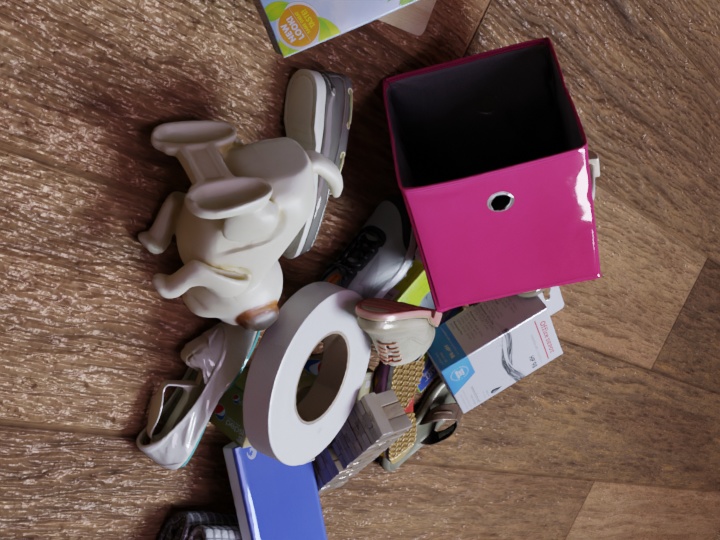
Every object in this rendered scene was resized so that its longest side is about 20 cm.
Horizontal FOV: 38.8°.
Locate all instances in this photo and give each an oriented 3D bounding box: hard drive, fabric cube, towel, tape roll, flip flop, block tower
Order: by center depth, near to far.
[{"bbox_3d":[-0.054,0.113,1.112,0.203,0.037,0.203,-41,141,-45],"label":"tape roll"},{"bbox_3d":[0.147,-0.104,1.141,0.195,0.200,0.200,-12,136,7],"label":"fabric cube"},{"bbox_3d":[-0.096,0.286,1.224,0.132,0.025,0.201,-21,102,-55],"label":"hard drive"},{"bbox_3d":[-0.190,0.386,1.225,0.165,0.085,0.201,23,94,-54],"label":"towel"},{"bbox_3d":[-0.012,0.214,1.253,0.058,0.054,0.200,-13,156,-38],"label":"block tower"},{"bbox_3d":[0.107,0.220,1.474,0.200,0.057,0.081,-41,138,-23],"label":"flip flop"}]

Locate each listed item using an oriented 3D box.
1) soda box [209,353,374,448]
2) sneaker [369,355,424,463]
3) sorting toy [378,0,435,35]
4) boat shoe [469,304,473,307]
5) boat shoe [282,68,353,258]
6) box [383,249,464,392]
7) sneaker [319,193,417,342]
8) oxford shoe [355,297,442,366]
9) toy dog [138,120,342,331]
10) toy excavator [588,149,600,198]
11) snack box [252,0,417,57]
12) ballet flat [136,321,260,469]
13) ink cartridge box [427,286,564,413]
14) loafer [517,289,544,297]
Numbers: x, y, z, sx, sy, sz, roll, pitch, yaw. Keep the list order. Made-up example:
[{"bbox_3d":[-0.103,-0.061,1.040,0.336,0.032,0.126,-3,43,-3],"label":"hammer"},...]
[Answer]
[{"bbox_3d":[-0.078,0.149,1.214,0.200,0.064,0.068,-7,118,-47],"label":"soda box"},{"bbox_3d":[0.024,0.152,1.308,0.075,0.090,0.201,-28,133,-45],"label":"sneaker"},{"bbox_3d":[0.012,-0.355,0.990,0.200,0.069,0.199,6,108,-51],"label":"sorting toy"},{"bbox_3d":[0.146,0.004,1.358,0.066,0.072,0.201,-60,143,-38],"label":"boat shoe"},{"bbox_3d":[-0.048,-0.110,1.076,0.060,0.072,0.202,-7,115,-41],"label":"boat shoe"},{"bbox_3d":[0.079,0.072,1.358,0.122,0.048,0.200,-48,140,-16],"label":"box"},{"bbox_3d":[0.000,0.000,1.203,0.079,0.074,0.201,26,93,-47],"label":"sneaker"},{"bbox_3d":[0.044,0.073,1.151,0.200,0.071,0.074,15,88,-66],"label":"oxford shoe"},{"bbox_3d":[-0.122,-0.035,0.997,0.193,0.140,0.200,-18,139,-32],"label":"toy dog"},{"bbox_3d":[0.272,-0.074,1.426,0.199,0.195,0.100,-20,133,-4],"label":"toy excavator"},{"bbox_3d":[-0.033,-0.307,0.868,0.168,0.068,0.201,-23,108,-4],"label":"snack box"},{"bbox_3d":[-0.175,0.119,1.092,0.069,0.069,0.200,28,92,-52],"label":"ballet flat"},{"bbox_3d":[0.191,0.088,1.344,0.200,0.067,0.116,-31,138,-1],"label":"ink cartridge box"},{"bbox_3d":[0.198,-0.068,1.301,0.076,0.201,0.067,-16,163,2],"label":"loafer"}]
